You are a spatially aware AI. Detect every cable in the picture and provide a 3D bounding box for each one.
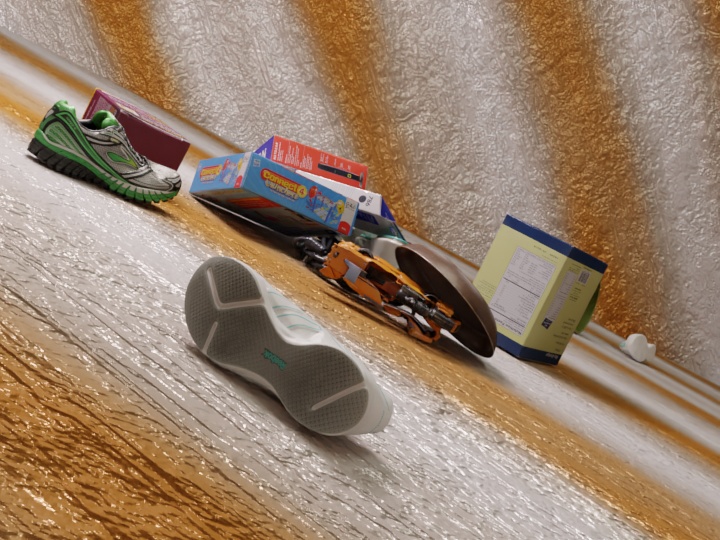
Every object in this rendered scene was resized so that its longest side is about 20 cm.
[{"bbox_3d":[0.000,0.000,1.539,0.162,0.051,0.199,31,7,34],"label":"cable"}]

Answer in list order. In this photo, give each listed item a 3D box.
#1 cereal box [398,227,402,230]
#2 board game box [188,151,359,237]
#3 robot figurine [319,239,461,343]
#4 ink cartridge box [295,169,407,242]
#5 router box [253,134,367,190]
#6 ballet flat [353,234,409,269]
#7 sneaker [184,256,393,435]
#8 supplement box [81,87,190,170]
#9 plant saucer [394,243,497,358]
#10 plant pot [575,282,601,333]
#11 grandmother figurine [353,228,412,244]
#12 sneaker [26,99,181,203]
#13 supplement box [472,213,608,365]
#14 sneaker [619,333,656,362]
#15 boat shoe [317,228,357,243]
[{"bbox_3d":[0.007,-0.140,2.761,0.199,0.040,0.144,29,7,13],"label":"cereal box"},{"bbox_3d":[-0.135,-0.112,1.596,0.194,0.057,0.199,24,-11,-31],"label":"board game box"},{"bbox_3d":[0.044,0.030,1.387,0.199,0.059,0.145,34,7,2],"label":"robot figurine"},{"bbox_3d":[-0.012,-0.101,1.675,0.198,0.040,0.100,21,-15,22],"label":"ink cartridge box"},{"bbox_3d":[-0.111,-0.151,1.785,0.178,0.049,0.199,16,-21,-26],"label":"router box"},{"bbox_3d":[0.030,-0.019,1.681,0.069,0.070,0.200,25,-5,-18],"label":"ballet flat"},{"bbox_3d":[-0.057,0.062,0.772,0.200,0.071,0.080,38,2,31],"label":"sneaker"},{"bbox_3d":[-0.334,-0.188,1.503,0.110,0.086,0.200,24,7,-29],"label":"supplement box"},{"bbox_3d":[0.124,0.035,1.443,0.200,0.032,0.200,46,-12,13],"label":"plant saucer"},{"bbox_3d":[0.543,0.050,2.888,0.191,0.203,0.200,16,0,29],"label":"plant pot"},{"bbox_3d":[0.073,-0.024,1.813,0.199,0.061,0.121,37,-27,-14],"label":"grandmother figurine"},{"bbox_3d":[-0.300,-0.142,1.277,0.199,0.086,0.078,23,7,-41],"label":"sneaker"},{"bbox_3d":[0.295,0.037,1.777,0.134,0.202,0.199,30,7,31],"label":"supplement box"},{"bbox_3d":[0.792,0.224,3.031,0.088,0.076,0.200,16,-7,32],"label":"sneaker"},{"bbox_3d":[-0.032,-0.067,1.837,0.074,0.065,0.202,29,-3,23],"label":"boat shoe"}]
